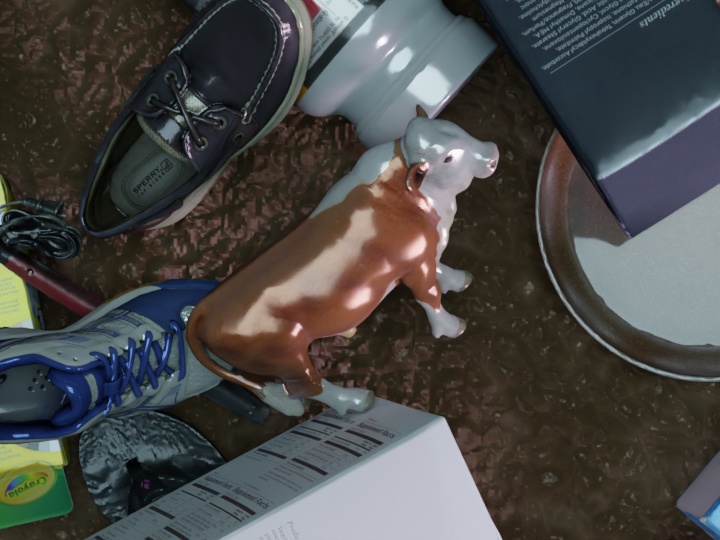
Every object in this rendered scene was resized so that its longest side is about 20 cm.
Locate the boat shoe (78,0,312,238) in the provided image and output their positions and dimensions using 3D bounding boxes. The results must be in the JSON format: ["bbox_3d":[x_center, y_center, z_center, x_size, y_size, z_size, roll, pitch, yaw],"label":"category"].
[{"bbox_3d":[-0.095,-0.083,1.512,0.072,0.065,0.200,45,130,3],"label":"boat shoe"}]

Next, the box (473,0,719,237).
[{"bbox_3d":[0.132,-0.139,1.501,0.107,0.148,0.200,-33,73,4],"label":"box"}]

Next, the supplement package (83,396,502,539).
[{"bbox_3d":[-0.032,0.183,1.486,0.200,0.151,0.152,-28,101,-15],"label":"supplement package"}]

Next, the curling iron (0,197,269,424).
[{"bbox_3d":[-0.130,0.028,1.557,0.200,0.026,0.050,41,120,-16],"label":"curling iron"}]

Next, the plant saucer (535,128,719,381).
[{"bbox_3d":[0.201,-0.035,1.582,0.200,0.032,0.200,0,86,1],"label":"plant saucer"}]

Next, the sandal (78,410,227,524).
[{"bbox_3d":[-0.086,0.159,1.567,0.075,0.048,0.200,-39,90,-1],"label":"sandal"}]

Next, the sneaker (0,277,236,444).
[{"bbox_3d":[-0.145,0.061,1.504,0.200,0.088,0.075,-15,109,-12],"label":"sneaker"}]

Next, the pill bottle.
[{"bbox_3d":[-0.026,-0.160,1.541,0.200,0.116,0.116,43,89,0],"label":"pill bottle"}]

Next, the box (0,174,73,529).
[{"bbox_3d":[-0.238,0.054,1.569,0.117,0.048,0.200,-12,87,-2],"label":"box"}]

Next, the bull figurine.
[{"bbox_3d":[0.000,0.000,1.496,0.200,0.065,0.121,-35,122,3],"label":"bull figurine"}]

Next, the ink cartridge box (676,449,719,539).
[{"bbox_3d":[0.300,0.153,1.535,0.200,0.125,0.129,41,88,0],"label":"ink cartridge box"}]
